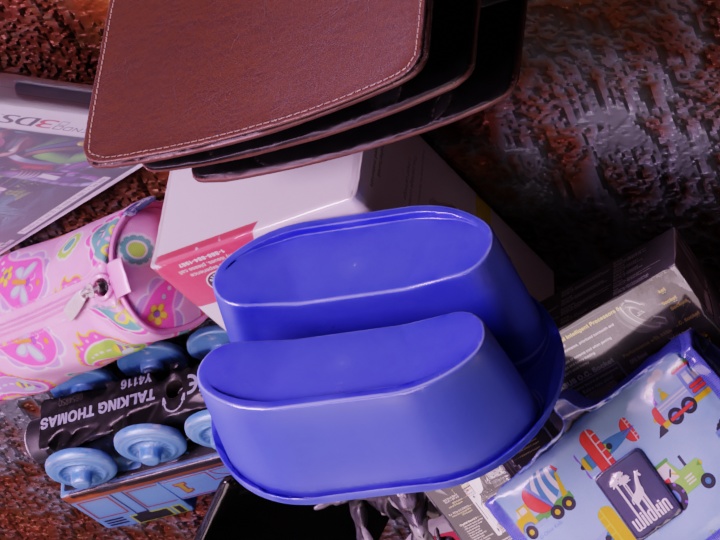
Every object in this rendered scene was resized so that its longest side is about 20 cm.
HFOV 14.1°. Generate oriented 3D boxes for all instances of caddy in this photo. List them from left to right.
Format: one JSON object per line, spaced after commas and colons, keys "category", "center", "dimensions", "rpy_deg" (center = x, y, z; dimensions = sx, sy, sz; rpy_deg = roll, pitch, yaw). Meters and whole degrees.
{"category": "caddy", "center": [0.008, 0.050, 1.551], "dimensions": [0.199, 0.142, 0.105], "rpy_deg": [-7, 137, 17]}

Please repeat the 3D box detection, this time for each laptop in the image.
{"category": "laptop", "center": [-0.087, 0.159, 1.883], "dimensions": [0.187, 0.116, 0.201], "rpy_deg": [-11, 136, -46]}

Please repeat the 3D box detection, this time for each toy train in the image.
{"category": "toy train", "center": [-0.112, 0.097, 1.834], "dimensions": [0.199, 0.087, 0.114], "rpy_deg": [-16, 147, 26]}

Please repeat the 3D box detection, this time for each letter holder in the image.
{"category": "letter holder", "center": [-0.028, -0.099, 1.490], "dimensions": [0.199, 0.143, 0.101], "rpy_deg": [-14, 139, 27]}

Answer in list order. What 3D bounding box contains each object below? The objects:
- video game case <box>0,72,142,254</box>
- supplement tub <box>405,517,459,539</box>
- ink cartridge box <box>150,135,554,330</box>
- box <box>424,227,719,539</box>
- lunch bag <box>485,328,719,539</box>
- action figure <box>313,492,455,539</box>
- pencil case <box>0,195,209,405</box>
{"category": "video game case", "center": [-0.218, -0.055, 1.624], "dimensions": [0.181, 0.023, 0.200], "rpy_deg": [5, 155, -46]}
{"category": "supplement tub", "center": [0.085, 0.272, 1.935], "dimensions": [0.139, 0.201, 0.141], "rpy_deg": [5, 145, 3]}
{"category": "ink cartridge box", "center": [0.000, 0.000, 1.673], "dimensions": [0.145, 0.084, 0.200], "rpy_deg": [-19, 137, 31]}
{"category": "box", "center": [0.133, 0.091, 1.637], "dimensions": [0.199, 0.050, 0.158], "rpy_deg": [-31, 111, 19]}
{"category": "lunch bag", "center": [0.179, 0.136, 1.592], "dimensions": [0.150, 0.094, 0.200], "rpy_deg": [-41, 95, 21]}
{"category": "action figure", "center": [0.051, 0.156, 1.745], "dimensions": [0.118, 0.102, 0.200], "rpy_deg": [-29, 151, 8]}
{"category": "pencil case", "center": [-0.174, 0.021, 1.717], "dimensions": [0.087, 0.088, 0.199], "rpy_deg": [33, 145, -32]}
